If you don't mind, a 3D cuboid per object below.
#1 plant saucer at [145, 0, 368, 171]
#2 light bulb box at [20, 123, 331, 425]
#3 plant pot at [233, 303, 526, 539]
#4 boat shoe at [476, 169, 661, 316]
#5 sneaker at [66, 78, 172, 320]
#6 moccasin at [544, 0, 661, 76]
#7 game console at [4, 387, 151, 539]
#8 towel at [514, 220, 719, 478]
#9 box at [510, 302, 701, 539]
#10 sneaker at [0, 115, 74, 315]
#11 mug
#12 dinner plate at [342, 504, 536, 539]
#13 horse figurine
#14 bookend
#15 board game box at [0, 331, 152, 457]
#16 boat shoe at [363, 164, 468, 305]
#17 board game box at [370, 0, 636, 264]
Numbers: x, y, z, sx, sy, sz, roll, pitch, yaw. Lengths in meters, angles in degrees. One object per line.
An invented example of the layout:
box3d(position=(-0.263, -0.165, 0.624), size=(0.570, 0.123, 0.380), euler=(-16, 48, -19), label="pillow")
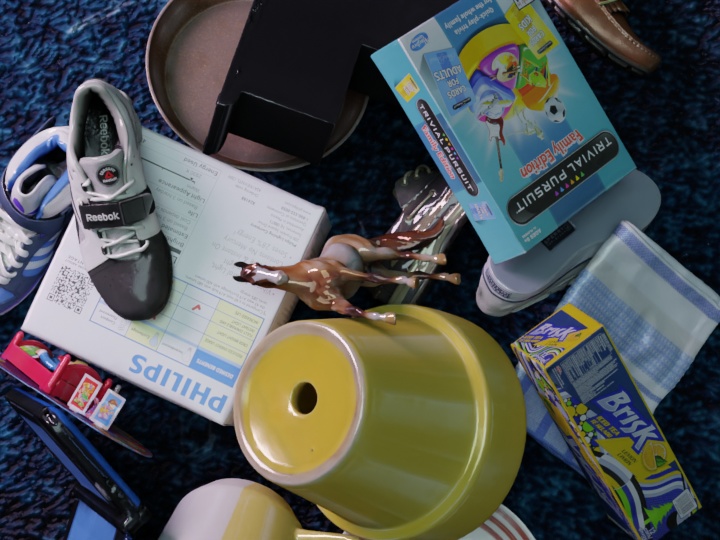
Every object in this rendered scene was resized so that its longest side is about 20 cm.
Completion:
box3d(position=(-0.091, -0.173, 1.524), size=(0.199, 0.035, 0.201), euler=(4, 68, -11), label="plant saucer")
box3d(position=(-0.154, 0.005, 1.485), size=(0.198, 0.125, 0.201), euler=(25, 85, 5), label="light bulb box")
box3d(position=(0.005, 0.117, 1.395), size=(0.200, 0.189, 0.202), euler=(-9, 74, 33), label="plant pot")
box3d(position=(0.176, -0.016, 1.499), size=(0.202, 0.086, 0.075), euler=(-36, 77, -31), label="boat shoe")
box3d(position=(-0.203, -0.058, 1.391), size=(0.074, 0.089, 0.201), euler=(-15, 83, 0), label="sneaker")
box3d(position=(0.199, -0.257, 1.529), size=(0.078, 0.074, 0.202), euler=(-40, 73, 7), label="moccasin")
box3d(position=(-0.255, 0.202, 1.418), size=(0.118, 0.200, 0.171), euler=(-43, 105, -15), label="game console")
box3d(position=(0.217, 0.072, 1.473), size=(0.147, 0.024, 0.200), euler=(38, 87, -27), label="towel")
box3d(position=(0.205, 0.130, 1.434), size=(0.064, 0.070, 0.200), euler=(-34, 113, -8), label="box")
box3d(position=(-0.300, -0.044, 1.488), size=(0.081, 0.146, 0.200), euler=(43, 87, 7), label="sneaker")
box3d(position=(-0.095, 0.261, 1.406), size=(0.186, 0.150, 0.153), euler=(19, 46, -1), label="mug")
box3d(position=(0.066, 0.285, 1.492), size=(0.199, 0.024, 0.201), euler=(0, 84, 3), label="dinner plate")
box3d(position=(0.000, 0.000, 1.406), size=(0.132, 0.200, 0.050), euler=(9, 110, 24), label="horse figurine")
box3d(position=(-0.007, -0.170, 1.469), size=(0.199, 0.092, 0.199), euler=(18, 64, -5), label="bookend")
box3d(position=(-0.251, 0.089, 1.464), size=(0.200, 0.158, 0.039), euler=(33, 85, 7), label="board game box")
box3d(position=(0.061, -0.059, 1.508), size=(0.073, 0.075, 0.200), euler=(30, 85, 6), label="boat shoe")
box3d(position=(0.122, -0.131, 1.427), size=(0.151, 0.047, 0.200), euler=(-36, 97, -32), label="board game box")
